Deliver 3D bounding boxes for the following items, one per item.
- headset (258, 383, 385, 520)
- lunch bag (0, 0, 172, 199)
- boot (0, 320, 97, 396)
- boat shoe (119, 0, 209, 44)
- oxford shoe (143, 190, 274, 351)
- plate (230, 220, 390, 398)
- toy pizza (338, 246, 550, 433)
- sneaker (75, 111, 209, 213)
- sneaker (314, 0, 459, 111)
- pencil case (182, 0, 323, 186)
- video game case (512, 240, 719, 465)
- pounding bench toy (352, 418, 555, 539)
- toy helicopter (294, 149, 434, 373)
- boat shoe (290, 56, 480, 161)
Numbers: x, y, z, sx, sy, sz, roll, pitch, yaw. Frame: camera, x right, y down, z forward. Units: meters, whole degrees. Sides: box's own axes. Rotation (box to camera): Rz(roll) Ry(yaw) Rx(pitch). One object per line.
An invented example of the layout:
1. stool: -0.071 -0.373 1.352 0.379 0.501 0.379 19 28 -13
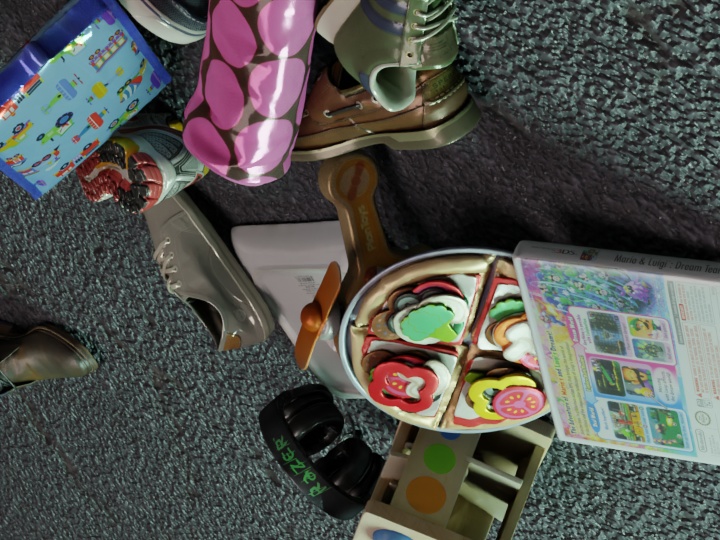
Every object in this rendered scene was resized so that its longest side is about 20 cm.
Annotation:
1. headset: -0.039 0.168 1.806 0.124 0.094 0.200 51 -165 7
2. lunch bag: -0.235 -0.144 1.560 0.094 0.150 0.200 48 177 2
3. boot: -0.366 0.112 2.175 0.199 0.097 0.075 3 133 48
4. boat shoe: -0.147 -0.248 1.485 0.092 0.075 0.200 -18 138 28
5. oxford shoe: -0.153 -0.011 1.785 0.200 0.058 0.075 53 161 10
6. plate: -0.011 0.044 1.741 0.199 0.032 0.200 -1 130 50
7. toy pizza: 0.082 0.062 1.554 0.199 0.032 0.201 1 133 1
8. sneaker: -0.191 -0.097 1.726 0.200 0.082 0.078 28 133 55
9. sneaker: 0.041 -0.177 1.330 0.090 0.067 0.200 58 148 10
10. pencil case: -0.078 -0.161 1.434 0.093 0.091 0.201 18 123 8
11. video game case: 0.213 0.064 1.477 0.181 0.024 0.201 7 137 26
12. pounding bench toy: 0.065 0.216 1.724 0.124 0.157 0.200 22 149 3
13. toy helicopter: 0.000 0.000 1.584 0.079 0.132 0.201 38 147 60
14. boat shoe: -0.002 -0.128 1.480 0.199 0.072 0.068 -5 122 40
